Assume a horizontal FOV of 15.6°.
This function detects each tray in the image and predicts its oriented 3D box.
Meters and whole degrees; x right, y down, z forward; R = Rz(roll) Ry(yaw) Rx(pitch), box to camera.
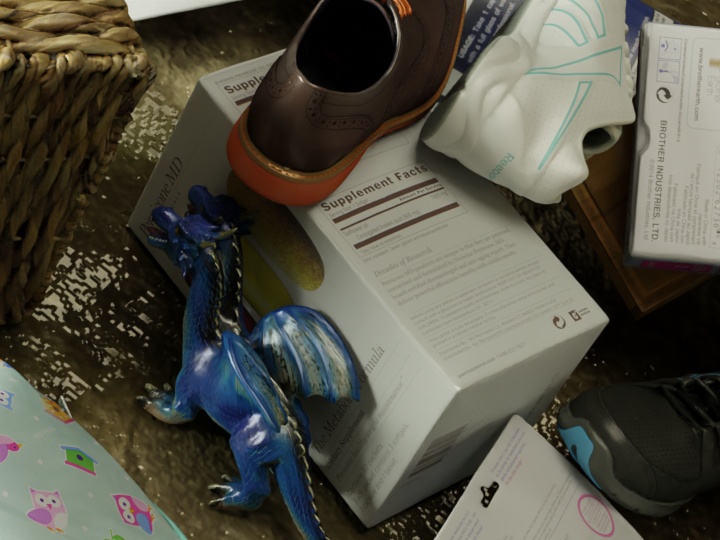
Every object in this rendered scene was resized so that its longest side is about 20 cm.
[{"bbox_3d":[0.203,-0.068,1.339,0.199,0.037,0.099,-29,83,-3],"label":"tray"}]

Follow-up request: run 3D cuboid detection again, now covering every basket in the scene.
[{"bbox_3d":[-0.198,-0.085,1.160,0.142,0.200,0.150,-3,56,-29],"label":"basket"}]

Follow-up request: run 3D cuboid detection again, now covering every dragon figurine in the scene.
[{"bbox_3d":[-0.042,0.055,1.198,0.059,0.100,0.200,-21,65,-39],"label":"dragon figurine"}]

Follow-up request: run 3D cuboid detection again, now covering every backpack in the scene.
[{"bbox_3d":[-0.161,0.120,1.057,0.200,0.127,0.167,45,42,8],"label":"backpack"}]

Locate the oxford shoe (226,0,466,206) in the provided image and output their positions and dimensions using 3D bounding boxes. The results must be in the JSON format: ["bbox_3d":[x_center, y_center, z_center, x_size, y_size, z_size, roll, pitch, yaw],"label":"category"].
[{"bbox_3d":[0.009,-0.107,1.226,0.071,0.073,0.200,31,42,2],"label":"oxford shoe"}]

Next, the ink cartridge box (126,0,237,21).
[{"bbox_3d":[-0.069,-0.209,1.369,0.200,0.146,0.086,-45,120,-44],"label":"ink cartridge box"}]

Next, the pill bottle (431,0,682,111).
[{"bbox_3d":[0.080,-0.122,1.410,0.199,0.111,0.111,30,44,-4],"label":"pill bottle"}]

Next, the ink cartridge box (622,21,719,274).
[{"bbox_3d":[0.233,-0.053,1.298,0.199,0.042,0.120,5,81,4],"label":"ink cartridge box"}]

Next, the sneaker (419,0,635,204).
[{"bbox_3d":[0.100,-0.097,1.289,0.080,0.070,0.200,38,44,-1],"label":"sneaker"}]

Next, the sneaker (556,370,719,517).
[{"bbox_3d":[0.175,0.070,1.292,0.199,0.082,0.073,1,48,-47],"label":"sneaker"}]

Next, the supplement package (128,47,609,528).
[{"bbox_3d":[0.000,0.000,1.259,0.109,0.114,0.200,-22,64,-41],"label":"supplement package"}]

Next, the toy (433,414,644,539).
[{"bbox_3d":[0.112,0.174,1.210,0.200,0.047,0.115,43,36,-3],"label":"toy"}]
